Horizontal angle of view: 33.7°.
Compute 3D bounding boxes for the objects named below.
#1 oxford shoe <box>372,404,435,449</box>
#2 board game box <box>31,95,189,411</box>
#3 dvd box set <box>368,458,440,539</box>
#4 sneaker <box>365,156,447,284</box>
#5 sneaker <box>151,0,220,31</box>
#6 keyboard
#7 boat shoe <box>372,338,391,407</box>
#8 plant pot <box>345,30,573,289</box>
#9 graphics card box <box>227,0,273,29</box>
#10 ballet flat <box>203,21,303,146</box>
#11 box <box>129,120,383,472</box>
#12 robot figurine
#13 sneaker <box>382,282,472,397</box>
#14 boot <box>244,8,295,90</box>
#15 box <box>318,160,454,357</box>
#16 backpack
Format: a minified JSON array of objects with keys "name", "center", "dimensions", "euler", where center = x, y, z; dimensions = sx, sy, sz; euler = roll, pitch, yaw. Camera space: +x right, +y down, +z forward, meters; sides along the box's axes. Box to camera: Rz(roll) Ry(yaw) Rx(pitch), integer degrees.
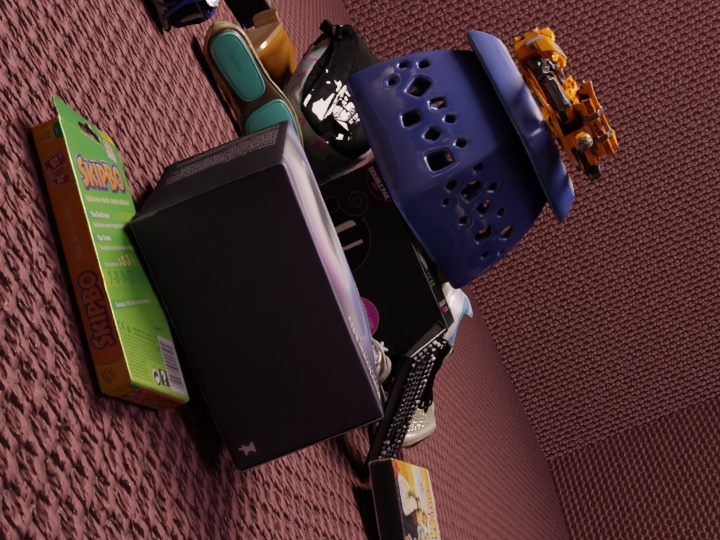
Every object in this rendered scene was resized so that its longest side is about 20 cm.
[{"name":"oxford shoe","center":[0.057,0.199,1.491],"dimensions":[0.200,0.074,0.058],"euler":[-29,133,-79]},{"name":"board game box","center":[-0.165,-0.010,0.781],"dimensions":[0.096,0.030,0.202],"euler":[45,28,-71]},{"name":"dvd box set","center":[0.055,0.286,1.304],"dimensions":[0.200,0.029,0.148],"euler":[43,36,-71]},{"name":"sneaker","center":[0.075,-0.054,1.491],"dimensions":[0.201,0.067,0.090],"euler":[60,4,31]},{"name":"sneaker","center":[-0.186,-0.304,1.173],"dimensions":[0.199,0.080,0.116],"euler":[0,67,-82]},{"name":"keyboard","center":[0.057,0.131,1.267],"dimensions":[0.127,0.021,0.201],"euler":[-42,158,-43]},{"name":"boat shoe","center":[-0.001,0.093,1.216],"dimensions":[0.201,0.065,0.074],"euler":[82,5,-55]},{"name":"plant pot","center":[0.119,-0.133,1.326],"dimensions":[0.200,0.179,0.201],"euler":[52,15,-54]},{"name":"graphics card box","center":[-0.180,-0.448,1.644],"dimensions":[0.126,0.050,0.201],"euler":[55,17,-56]},{"name":"ballet flat","center":[-0.122,-0.197,1.368],"dimensions":[0.071,0.070,0.201],"euler":[-96,162,-60]},{"name":"box","center":[-0.071,0.011,0.907],"dimensions":[0.199,0.122,0.201],"euler":[-96,165,-74]},{"name":"robot figurine","center":[0.222,-0.184,1.292],"dimensions":[0.145,0.058,0.201],"euler":[57,10,-32]},{"name":"sneaker","center":[0.070,0.103,1.423],"dimensions":[0.072,0.201,0.072],"euler":[43,-20,-21]},{"name":"boot","center":[-0.109,-0.250,1.547],"dimensions":[0.202,0.070,0.145],"euler":[-80,154,-65]},{"name":"box","center":[0.000,0.000,1.332],"dimensions":[0.124,0.148,0.201],"euler":[-12,79,-81]},{"name":"backpack","center":[-0.032,-0.192,1.479],"dimensions":[0.167,0.127,0.201],"euler":[39,43,-10]}]
